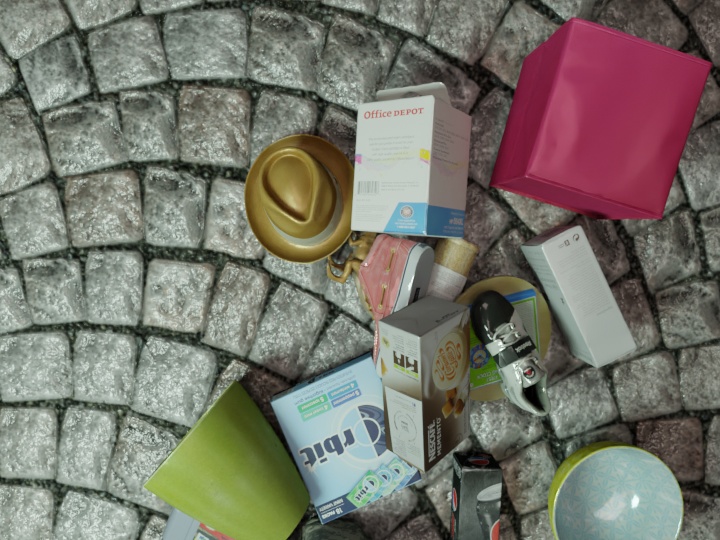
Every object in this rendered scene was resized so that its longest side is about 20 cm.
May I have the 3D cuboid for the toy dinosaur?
[{"bbox_3d":[0.000,0.000,0.849,0.103,0.060,0.206,0,94,-3],"label":"toy dinosaur"}]

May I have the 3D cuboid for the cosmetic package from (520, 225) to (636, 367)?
[{"bbox_3d":[0.329,0.036,0.839,0.073,0.102,0.204,-25,92,1],"label":"cosmetic package"}]

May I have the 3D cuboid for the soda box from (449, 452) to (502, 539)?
[{"bbox_3d":[0.181,0.401,0.875,0.069,0.063,0.206,2,94,-1],"label":"soda box"}]

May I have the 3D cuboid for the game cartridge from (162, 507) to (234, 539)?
[{"bbox_3d":[-0.212,0.428,0.854,0.197,0.041,0.135,30,118,6],"label":"game cartridge"}]

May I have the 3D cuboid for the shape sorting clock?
[{"bbox_3d":[0.209,0.107,0.853,0.195,0.039,0.205,-3,101,-17],"label":"shape sorting clock"}]

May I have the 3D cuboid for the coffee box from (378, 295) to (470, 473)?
[{"bbox_3d":[0.092,0.153,0.763,0.113,0.079,0.205,-20,115,-40],"label":"coffee box"}]

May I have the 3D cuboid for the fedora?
[{"bbox_3d":[-0.093,-0.115,0.809,0.195,0.082,0.206,-1,81,8],"label":"fedora"}]

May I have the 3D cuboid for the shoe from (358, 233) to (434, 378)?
[{"bbox_3d":[0.039,0.050,0.809,0.090,0.071,0.205,19,97,34],"label":"shoe"}]

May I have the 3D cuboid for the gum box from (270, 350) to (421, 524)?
[{"bbox_3d":[-0.021,0.252,0.834,0.167,0.045,0.204,-23,94,0],"label":"gum box"}]

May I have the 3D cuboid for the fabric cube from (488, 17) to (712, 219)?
[{"bbox_3d":[0.319,-0.196,0.777,0.192,0.200,0.204,15,95,-3],"label":"fabric cube"}]

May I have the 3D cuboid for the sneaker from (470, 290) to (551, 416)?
[{"bbox_3d":[0.229,0.121,0.796,0.073,0.088,0.203,-31,106,-7],"label":"sneaker"}]

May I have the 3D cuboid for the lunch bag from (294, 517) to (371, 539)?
[{"bbox_3d":[-0.031,0.470,0.806,0.166,0.200,0.141,33,91,-4],"label":"lunch bag"}]

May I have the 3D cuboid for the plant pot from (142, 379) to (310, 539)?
[{"bbox_3d":[-0.174,0.299,0.798,0.200,0.187,0.188,43,92,-3],"label":"plant pot"}]

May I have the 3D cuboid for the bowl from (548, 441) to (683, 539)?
[{"bbox_3d":[0.376,0.353,0.854,0.195,0.108,0.206,0,93,-1],"label":"bowl"}]

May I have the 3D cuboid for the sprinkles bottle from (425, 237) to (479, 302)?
[{"bbox_3d":[0.117,0.045,0.850,0.067,0.068,0.204,22,93,-2],"label":"sprinkles bottle"}]

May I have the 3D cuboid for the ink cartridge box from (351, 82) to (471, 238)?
[{"bbox_3d":[0.076,-0.154,0.786,0.126,0.124,0.206,7,94,36],"label":"ink cartridge box"}]
